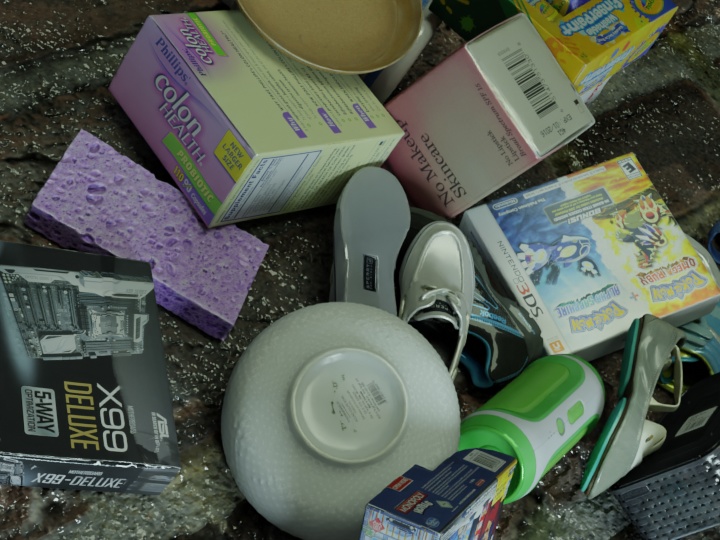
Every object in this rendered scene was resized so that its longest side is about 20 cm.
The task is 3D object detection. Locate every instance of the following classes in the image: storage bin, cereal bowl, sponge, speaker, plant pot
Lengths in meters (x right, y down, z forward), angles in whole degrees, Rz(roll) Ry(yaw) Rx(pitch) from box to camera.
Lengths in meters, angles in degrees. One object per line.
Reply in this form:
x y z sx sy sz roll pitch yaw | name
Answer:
0.337 0.171 1.567 0.094 0.135 0.200 56 43 -5 | storage bin
-0.014 0.117 1.365 0.200 0.083 0.200 2 72 -5 | cereal bowl
-0.182 -0.031 1.474 0.200 0.030 0.112 31 42 -8 | sponge
0.148 0.137 1.495 0.088 0.088 0.200 47 31 8 | speaker
-0.037 -0.263 1.596 0.200 0.027 0.200 13 56 -21 | plant pot

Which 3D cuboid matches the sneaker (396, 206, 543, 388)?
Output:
0.082 0.022 1.579 0.200 0.073 0.082 45 48 9 | sneaker

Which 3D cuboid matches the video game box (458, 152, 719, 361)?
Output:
0.224 -0.008 1.670 0.200 0.047 0.182 -20 67 -19 | video game box

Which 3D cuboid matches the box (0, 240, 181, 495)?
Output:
-0.233 0.076 1.336 0.158 0.050 0.200 9 51 -29 | box

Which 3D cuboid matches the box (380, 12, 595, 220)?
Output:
0.098 -0.132 1.610 0.109 0.200 0.128 -34 90 -45 | box

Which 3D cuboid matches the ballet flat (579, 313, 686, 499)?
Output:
0.257 0.128 1.551 0.064 0.067 0.200 22 58 2 | ballet flat

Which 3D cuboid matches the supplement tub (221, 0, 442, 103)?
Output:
-0.028 -0.268 1.703 0.200 0.132 0.132 36 43 -4 | supplement tub

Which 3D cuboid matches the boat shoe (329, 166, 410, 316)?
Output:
0.000 0.000 1.541 0.071 0.070 0.200 14 57 -20 | boat shoe

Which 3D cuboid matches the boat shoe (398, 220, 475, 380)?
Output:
0.064 0.044 1.506 0.072 0.066 0.200 18 69 -5 | boat shoe

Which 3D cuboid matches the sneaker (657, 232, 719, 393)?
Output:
0.317 0.043 1.717 0.131 0.080 0.200 -24 70 -45 | sneaker

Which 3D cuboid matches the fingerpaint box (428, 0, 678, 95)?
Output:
0.194 -0.261 1.677 0.167 0.073 0.200 43 42 13 | fingerpaint box

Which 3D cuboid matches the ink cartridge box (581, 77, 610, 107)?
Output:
0.167 -0.182 1.752 0.084 0.145 0.200 47 43 14 | ink cartridge box

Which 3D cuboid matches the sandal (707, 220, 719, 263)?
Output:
0.441 0.008 1.839 0.087 0.080 0.200 -9 53 -35 | sandal

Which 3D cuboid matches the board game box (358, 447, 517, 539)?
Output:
0.041 0.249 1.305 0.062 0.200 0.200 21 16 17 | board game box

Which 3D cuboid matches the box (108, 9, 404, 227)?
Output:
-0.094 -0.146 1.560 0.200 0.097 0.176 -13 59 -48 | box
